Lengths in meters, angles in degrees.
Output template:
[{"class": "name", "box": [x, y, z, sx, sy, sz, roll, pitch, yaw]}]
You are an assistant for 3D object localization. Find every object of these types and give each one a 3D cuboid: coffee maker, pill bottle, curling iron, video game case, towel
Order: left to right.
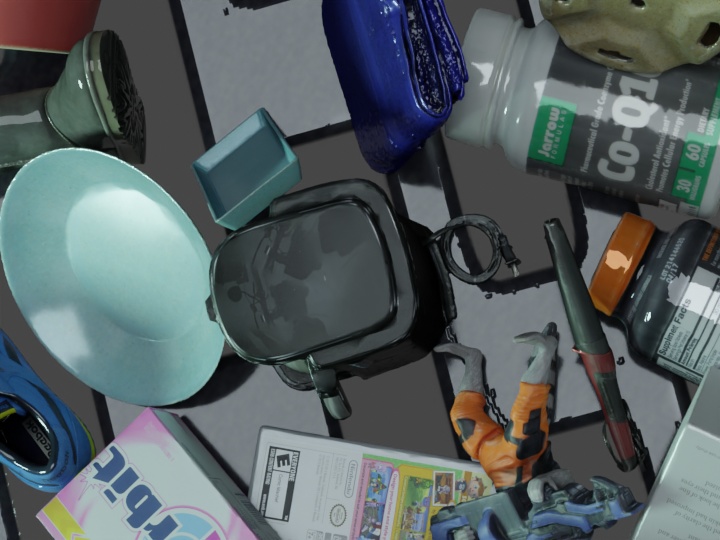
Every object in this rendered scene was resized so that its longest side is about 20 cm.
[{"class": "coffee maker", "box": [0.000, 0.000, 1.672, 0.192, 0.200, 0.135, -40, 83, 1]}, {"class": "video game case", "box": [0.000, 0.224, 1.741, 0.181, 0.022, 0.202, 9, 85, 7]}, {"class": "towel", "box": [0.024, -0.155, 1.690, 0.049, 0.200, 0.149, -15, 84, -13]}, {"class": "curling iron", "box": [0.158, 0.055, 1.689, 0.025, 0.050, 0.201, -24, 113, -5]}, {"class": "pill bottle", "box": [0.166, -0.113, 1.709, 0.199, 0.113, 0.114, 15, 86, 7]}, {"class": "pill bottle", "box": [0.257, 0.032, 1.690, 0.199, 0.106, 0.107, 26, 88, 8]}]

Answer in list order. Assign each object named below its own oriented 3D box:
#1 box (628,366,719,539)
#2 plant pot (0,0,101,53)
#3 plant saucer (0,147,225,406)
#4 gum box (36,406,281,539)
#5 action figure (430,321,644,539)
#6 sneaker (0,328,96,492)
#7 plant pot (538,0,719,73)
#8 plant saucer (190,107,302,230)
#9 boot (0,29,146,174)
[{"class": "box", "box": [0.256, 0.195, 1.636, 0.151, 0.106, 0.201, 25, 115, 7]}, {"class": "plant pot", "box": [-0.258, -0.248, 1.737, 0.199, 0.200, 0.179, 6, 94, 6]}, {"class": "plant saucer", "box": [-0.168, -0.001, 1.733, 0.200, 0.039, 0.202, 17, 124, 26]}, {"class": "gum box", "box": [-0.118, 0.209, 1.714, 0.113, 0.066, 0.200, -43, 74, 6]}, {"class": "action figure", "box": [0.132, 0.136, 1.667, 0.199, 0.104, 0.195, -11, 92, 47]}, {"class": "sneaker", "box": [-0.272, 0.081, 1.753, 0.200, 0.078, 0.066, 42, 92, 14]}, {"class": "plant pot", "box": [0.197, -0.242, 1.644, 0.199, 0.201, 0.185, 10, 59, 7]}, {"class": "plant saucer", "box": [-0.079, -0.070, 1.698, 0.070, 0.200, 0.019, -39, 105, 1]}, {"class": "boot", "box": [-0.259, -0.108, 1.728, 0.198, 0.182, 0.073, -1, 66, 2]}]
